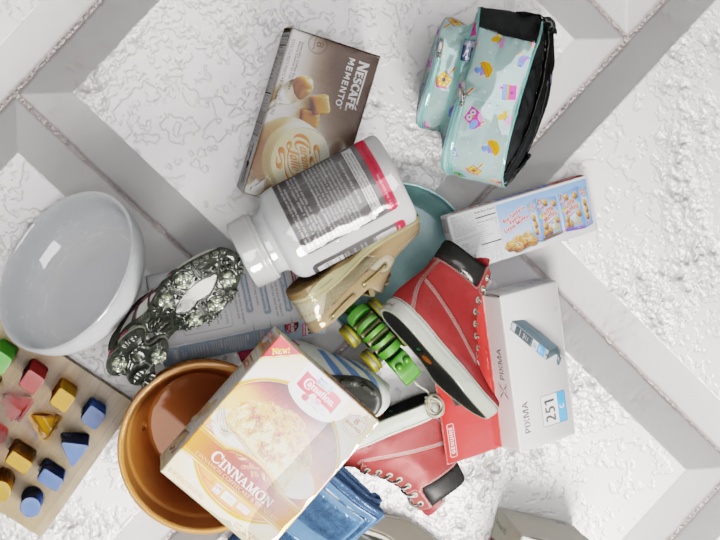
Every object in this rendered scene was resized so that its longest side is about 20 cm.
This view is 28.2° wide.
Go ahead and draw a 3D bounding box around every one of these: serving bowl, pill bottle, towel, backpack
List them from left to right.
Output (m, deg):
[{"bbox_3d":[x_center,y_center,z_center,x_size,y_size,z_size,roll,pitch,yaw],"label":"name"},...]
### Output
[{"bbox_3d":[-0.321,0.011,1.653,0.200,0.200,0.066,-52,139,0],"label":"serving bowl"},{"bbox_3d":[-0.071,0.313,1.736,0.112,0.049,0.200,40,120,-10],"label":"towel"},{"bbox_3d":[-0.046,-0.061,1.626,0.199,0.111,0.111,-27,100,-1],"label":"pill bottle"},{"bbox_3d":[0.146,-0.202,1.688,0.152,0.176,0.201,8,95,7],"label":"backpack"}]

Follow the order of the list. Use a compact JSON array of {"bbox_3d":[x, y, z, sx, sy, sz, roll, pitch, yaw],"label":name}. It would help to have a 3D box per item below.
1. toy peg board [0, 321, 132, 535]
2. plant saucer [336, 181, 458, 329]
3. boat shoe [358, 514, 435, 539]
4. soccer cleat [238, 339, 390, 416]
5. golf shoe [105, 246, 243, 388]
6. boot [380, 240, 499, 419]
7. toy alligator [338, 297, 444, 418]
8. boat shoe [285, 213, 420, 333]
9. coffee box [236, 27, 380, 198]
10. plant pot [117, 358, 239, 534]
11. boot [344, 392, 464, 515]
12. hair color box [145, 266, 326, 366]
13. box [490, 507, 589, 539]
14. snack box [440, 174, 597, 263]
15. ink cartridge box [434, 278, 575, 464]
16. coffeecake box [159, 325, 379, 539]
[{"bbox_3d":[-0.404,0.191,1.688,0.199,0.098,0.200,35,91,-11],"label":"toy peg board"},{"bbox_3d":[0.040,-0.011,1.764,0.199,0.036,0.201,-1,97,-8],"label":"plant saucer"},{"bbox_3d":[0.022,0.341,1.797,0.199,0.067,0.057,29,121,-8],"label":"boat shoe"},{"bbox_3d":[-0.055,0.128,1.756,0.199,0.086,0.070,24,101,12],"label":"soccer cleat"},{"bbox_3d":[-0.216,0.036,1.610,0.200,0.088,0.077,-43,122,11],"label":"golf shoe"},{"bbox_3d":[0.132,0.067,1.705,0.144,0.072,0.200,-46,113,-19],"label":"boot"},{"bbox_3d":[0.036,0.098,1.714,0.059,0.054,0.200,-41,90,-7],"label":"toy alligator"},{"bbox_3d":[0.000,0.000,1.685,0.200,0.071,0.065,-36,106,-27],"label":"boat shoe"},{"bbox_3d":[-0.063,-0.175,1.703,0.114,0.080,0.201,17,95,-12],"label":"coffee box"},{"bbox_3d":[-0.188,0.194,1.701,0.199,0.140,0.202,-1,98,-9],"label":"plant pot"},{"bbox_3d":[0.026,0.251,1.771,0.199,0.072,0.145,-18,101,-10],"label":"boot"},{"bbox_3d":[-0.147,0.041,1.707,0.199,0.061,0.100,-12,66,-7],"label":"hair color box"},{"bbox_3d":[0.209,0.418,1.797,0.108,0.128,0.201,14,94,-9],"label":"box"},{"bbox_3d":[0.197,-0.058,1.766,0.199,0.024,0.072,-17,99,-19],"label":"snack box"},{"bbox_3d":[0.175,0.126,1.768,0.175,0.045,0.201,-14,100,-30],"label":"ink cartridge box"},{"bbox_3d":[-0.102,0.189,1.606,0.153,0.073,0.200,42,89,-11],"label":"coffeecake box"}]
